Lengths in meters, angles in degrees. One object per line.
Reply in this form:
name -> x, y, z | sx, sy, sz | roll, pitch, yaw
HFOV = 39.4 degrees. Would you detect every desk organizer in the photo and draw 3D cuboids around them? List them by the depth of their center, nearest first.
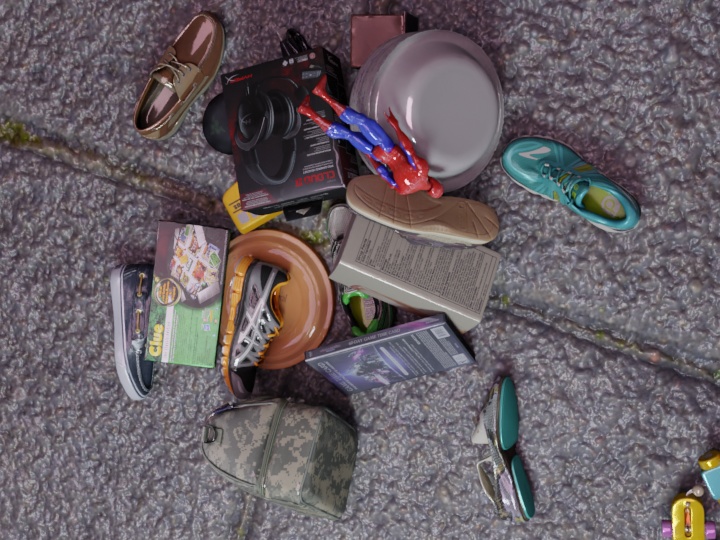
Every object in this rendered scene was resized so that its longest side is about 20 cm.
desk organizer -> 0.030, -0.237, 1.339 | 0.076, 0.072, 0.203 | 3, 98, 16

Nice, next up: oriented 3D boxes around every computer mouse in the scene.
computer mouse -> -0.143, -0.232, 1.394 | 0.198, 0.053, 0.140 | -28, 91, 16

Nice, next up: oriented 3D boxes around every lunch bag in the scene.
lunch bag -> -0.111, 0.250, 1.371 | 0.165, 0.200, 0.141 | 5, 72, 20

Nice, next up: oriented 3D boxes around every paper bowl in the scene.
paper bowl -> 0.093, -0.198, 1.261 | 0.198, 0.104, 0.204 | -4, 99, -26

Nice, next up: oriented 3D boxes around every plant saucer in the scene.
plant saucer -> -0.133, 0.042, 1.439 | 0.197, 0.032, 0.204 | 2, 98, 14

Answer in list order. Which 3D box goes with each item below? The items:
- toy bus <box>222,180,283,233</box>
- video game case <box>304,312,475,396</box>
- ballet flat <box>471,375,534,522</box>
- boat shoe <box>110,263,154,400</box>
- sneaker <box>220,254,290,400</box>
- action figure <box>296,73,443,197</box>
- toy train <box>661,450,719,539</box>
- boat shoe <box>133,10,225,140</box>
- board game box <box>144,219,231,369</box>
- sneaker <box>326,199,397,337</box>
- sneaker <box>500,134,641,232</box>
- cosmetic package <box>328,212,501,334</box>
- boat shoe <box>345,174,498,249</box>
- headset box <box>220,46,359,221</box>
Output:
toy bus -> -0.094, -0.133, 1.384 | 0.198, 0.065, 0.079 | -28, 97, 16
video game case -> 0.042, 0.117, 1.354 | 0.197, 0.143, 0.019 | -16, 59, 16
ballet flat -> 0.186, 0.245, 1.366 | 0.071, 0.072, 0.204 | -10, 93, 15
boat shoe -> -0.308, 0.089, 1.470 | 0.089, 0.071, 0.204 | -4, 97, 13
sneaker -> -0.146, 0.084, 1.394 | 0.076, 0.078, 0.203 | 9, 101, 4
action figure -> 0.021, -0.151, 1.188 | 0.199, 0.052, 0.065 | 39, 131, -11
toy train -> 0.478, 0.320, 1.308 | 0.149, 0.056, 0.202 | 24, 106, 9
boat shoe -> -0.255, -0.269, 1.408 | 0.075, 0.072, 0.202 | 32, 104, 8
board game box -> -0.245, 0.034, 1.425 | 0.103, 0.023, 0.203 | 7, 99, -6
sneaker -> 0.000, 0.000, 1.371 | 0.077, 0.085, 0.203 | -17, 92, 16
sneaker -> 0.272, -0.114, 1.288 | 0.198, 0.080, 0.078 | 29, 104, 10
cosmetic package -> 0.070, -0.005, 1.309 | 0.198, 0.087, 0.105 | 24, 72, -6
boat shoe -> 0.071, -0.063, 1.244 | 0.197, 0.065, 0.073 | 11, 58, -14
headset box -> -0.088, -0.167, 1.299 | 0.147, 0.077, 0.203 | -10, 84, 19
